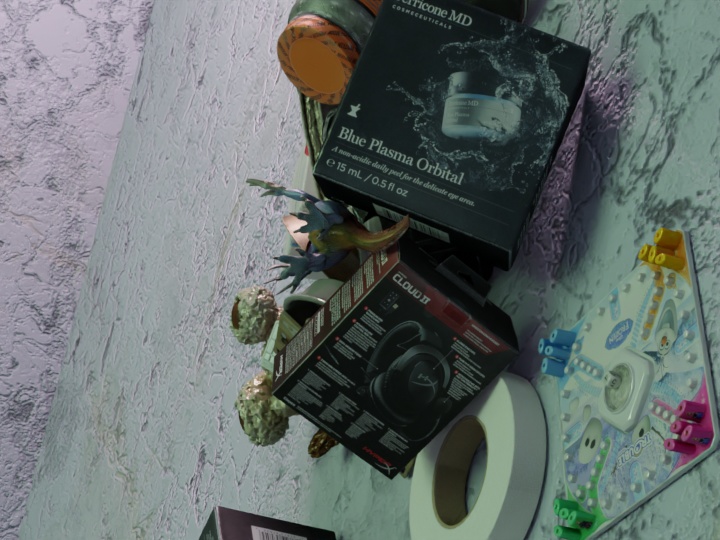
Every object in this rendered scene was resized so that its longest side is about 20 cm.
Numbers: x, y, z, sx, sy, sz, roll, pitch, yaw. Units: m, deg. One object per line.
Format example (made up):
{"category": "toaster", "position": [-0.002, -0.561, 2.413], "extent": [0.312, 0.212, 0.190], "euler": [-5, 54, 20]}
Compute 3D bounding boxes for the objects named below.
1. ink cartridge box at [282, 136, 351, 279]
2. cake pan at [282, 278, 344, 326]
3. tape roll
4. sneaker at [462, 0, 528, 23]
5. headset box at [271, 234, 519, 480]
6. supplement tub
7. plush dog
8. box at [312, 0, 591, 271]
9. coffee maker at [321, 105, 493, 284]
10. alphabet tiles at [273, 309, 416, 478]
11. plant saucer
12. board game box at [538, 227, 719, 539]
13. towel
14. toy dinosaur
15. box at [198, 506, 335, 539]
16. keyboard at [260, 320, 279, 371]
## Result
{"category": "ink cartridge box", "position": [-0.038, -0.092, 1.846], "extent": [0.200, 0.085, 0.148], "euler": [111, 167, -67]}
{"category": "cake pan", "position": [0.012, 0.078, 1.539], "extent": [0.037, 0.200, 0.200], "euler": [-53, 14, -19]}
{"category": "tape roll", "position": [0.106, 0.189, 1.407], "extent": [0.203, 0.037, 0.203], "euler": [128, 151, -45]}
{"category": "sneaker", "position": [0.105, -0.231, 1.607], "extent": [0.116, 0.076, 0.200], "euler": [-54, -2, -32]}
{"category": "headset box", "position": [0.037, 0.071, 1.395], "extent": [0.200, 0.149, 0.077], "euler": [-48, 18, 18]}
{"category": "supplement tub", "position": [0.005, -0.269, 1.584], "extent": [0.200, 0.123, 0.123], "euler": [-50, 4, -35]}
{"category": "plush dog", "position": [-0.051, 0.117, 1.771], "extent": [0.172, 0.160, 0.201], "euler": [29, 126, 52]}
{"category": "box", "position": [0.084, -0.133, 1.393], "extent": [0.117, 0.196, 0.201], "euler": [60, -128, -80]}
{"category": "coffee maker", "position": [0.069, -0.084, 1.530], "extent": [0.192, 0.135, 0.201], "euler": [-28, 58, 19]}
{"category": "alphabet tiles", "position": [-0.016, 0.129, 1.567], "extent": [0.006, 0.200, 0.167], "euler": [-41, -16, -23]}
{"category": "plant saucer", "position": [0.000, 0.000, 1.623], "extent": [0.035, 0.200, 0.200], "euler": [-46, 26, 7]}
{"category": "board game box", "position": [0.209, 0.095, 1.227], "extent": [0.200, 0.026, 0.201], "euler": [130, 149, -47]}
{"category": "towel", "position": [-0.020, -0.169, 1.675], "extent": [0.034, 0.132, 0.201], "euler": [-8, 97, 29]}
{"category": "toy dinosaur", "position": [-0.027, -0.021, 1.438], "extent": [0.181, 0.199, 0.105], "euler": [-11, -70, -70]}
{"category": "box", "position": [-0.125, 0.382, 1.686], "extent": [0.107, 0.148, 0.200], "euler": [-107, 38, -56]}
{"category": "keyboard", "position": [-0.027, 0.123, 1.667], "extent": [0.200, 0.011, 0.056], "euler": [29, 111, 28]}
